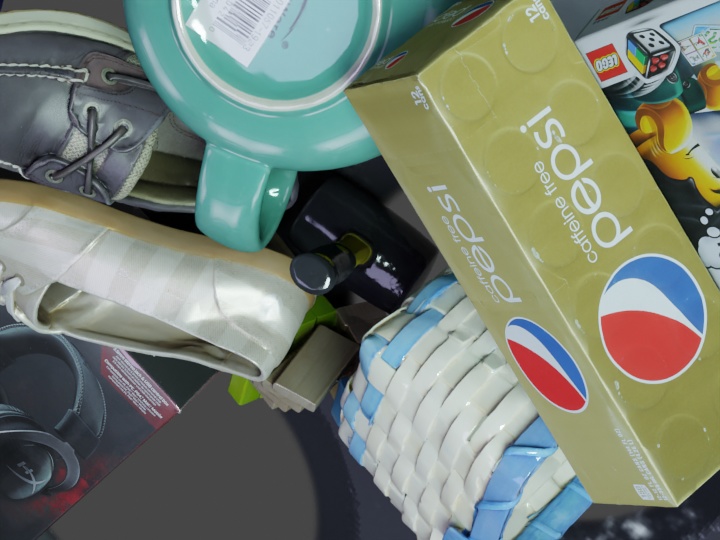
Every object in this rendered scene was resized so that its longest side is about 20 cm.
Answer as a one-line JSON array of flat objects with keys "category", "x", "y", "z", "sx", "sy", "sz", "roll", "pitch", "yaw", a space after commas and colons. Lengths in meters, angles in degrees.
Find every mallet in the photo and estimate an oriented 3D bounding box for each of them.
[{"category": "mallet", "x": 0.000, "y": 0.000, "z": 1.296, "sx": 0.066, "sy": 0.200, "sz": 0.041, "roll": 34, "pitch": 98, "yaw": -4}]

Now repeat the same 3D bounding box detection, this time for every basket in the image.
[{"category": "basket", "x": 0.105, "y": 0.074, "z": 1.283, "sx": 0.200, "sy": 0.176, "sz": 0.139, "roll": 39, "pitch": 149, "yaw": 22}]

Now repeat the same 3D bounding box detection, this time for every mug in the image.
[{"category": "mug", "x": -0.018, "y": -0.103, "z": 1.237, "sx": 0.151, "sy": 0.114, "sz": 0.186, "roll": -11, "pitch": 101, "yaw": 15}]

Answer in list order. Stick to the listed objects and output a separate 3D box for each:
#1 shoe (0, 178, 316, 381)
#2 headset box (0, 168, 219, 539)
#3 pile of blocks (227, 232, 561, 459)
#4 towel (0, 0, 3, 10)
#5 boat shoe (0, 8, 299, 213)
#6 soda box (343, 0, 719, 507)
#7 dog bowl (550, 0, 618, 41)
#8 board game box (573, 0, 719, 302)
[{"category": "shoe", "x": -0.121, "y": 0.004, "z": 1.351, "sx": 0.199, "sy": 0.054, "sz": 0.070, "roll": 13, "pitch": 158, "yaw": 13}, {"category": "headset box", "x": -0.159, "y": 0.033, "z": 1.481, "sx": 0.149, "sy": 0.077, "sz": 0.200, "roll": 47, "pitch": 134, "yaw": -3}, {"category": "pile of blocks", "x": -0.003, "y": 0.062, "z": 1.397, "sx": 0.199, "sy": 0.082, "sz": 0.062, "roll": 30, "pitch": 136, "yaw": 13}, {"category": "towel", "x": -0.205, "y": -0.105, "z": 1.336, "sx": 0.049, "sy": 0.200, "sz": 0.148, "roll": 23, "pitch": 131, "yaw": 6}, {"category": "boat shoe", "x": -0.109, "y": -0.062, "z": 1.313, "sx": 0.072, "sy": 0.199, "sz": 0.065, "roll": -54, "pitch": 46, "yaw": 30}, {"category": "soda box", "x": 0.080, "y": -0.008, "z": 1.169, "sx": 0.201, "sy": 0.068, "sz": 0.064, "roll": 58, "pitch": 156, "yaw": -13}, {"category": "dog bowl", "x": 0.137, "y": -0.166, "z": 1.160, "sx": 0.199, "sy": 0.079, "sz": 0.201, "roll": 16, "pitch": 127, "yaw": 23}, {"category": "board game box", "x": 0.191, "y": -0.069, "z": 1.112, "sx": 0.199, "sy": 0.035, "sz": 0.127, "roll": -20, "pitch": 109, "yaw": 37}]
